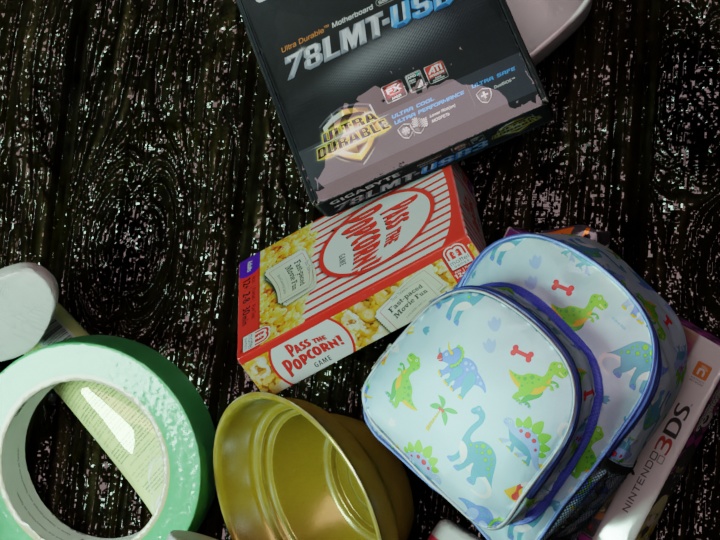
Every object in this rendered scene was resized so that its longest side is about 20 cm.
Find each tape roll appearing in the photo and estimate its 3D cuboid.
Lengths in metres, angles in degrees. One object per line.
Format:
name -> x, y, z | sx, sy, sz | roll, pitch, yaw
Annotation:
tape roll -> -0.215, 0.153, 1.398 | 0.200, 0.048, 0.201 | 1, 96, 13

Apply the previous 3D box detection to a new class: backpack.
backpack -> 0.116, 0.077, 1.199 | 0.183, 0.147, 0.200 | 43, 105, 23

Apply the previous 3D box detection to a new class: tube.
tube -> -0.207, 0.111, 1.440 | 0.200, 0.058, 0.052 | 44, 53, 15

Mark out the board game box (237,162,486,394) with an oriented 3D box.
board game box -> 0.000, 0.000, 1.352 | 0.200, 0.152, 0.046 | -29, 117, 11

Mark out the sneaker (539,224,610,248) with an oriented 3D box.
sneaker -> 0.190, 0.027, 1.336 | 0.200, 0.078, 0.112 | 20, 84, 18

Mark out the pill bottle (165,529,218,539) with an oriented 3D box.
pill bottle -> -0.146, 0.306, 1.333 | 0.109, 0.109, 0.200 | 22, 91, 18

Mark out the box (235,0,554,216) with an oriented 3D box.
box -> 0.024, -0.171, 1.365 | 0.200, 0.050, 0.199 | -23, 74, 9

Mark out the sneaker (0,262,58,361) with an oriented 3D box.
sneaker -> -0.314, 0.041, 1.433 | 0.200, 0.075, 0.089 | -41, 27, 32

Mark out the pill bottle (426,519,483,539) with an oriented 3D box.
pill bottle -> 0.055, 0.292, 1.262 | 0.111, 0.111, 0.200 | 30, 86, 19

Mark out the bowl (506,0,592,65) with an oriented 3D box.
bowl -> 0.074, -0.227, 1.425 | 0.200, 0.075, 0.200 | -35, 71, 4

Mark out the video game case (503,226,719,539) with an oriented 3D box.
video game case -> 0.154, 0.092, 1.281 | 0.200, 0.036, 0.182 | 32, 102, 27

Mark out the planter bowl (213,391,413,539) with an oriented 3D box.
planter bowl -> -0.020, 0.173, 1.322 | 0.083, 0.200, 0.200 | -22, 66, -37
